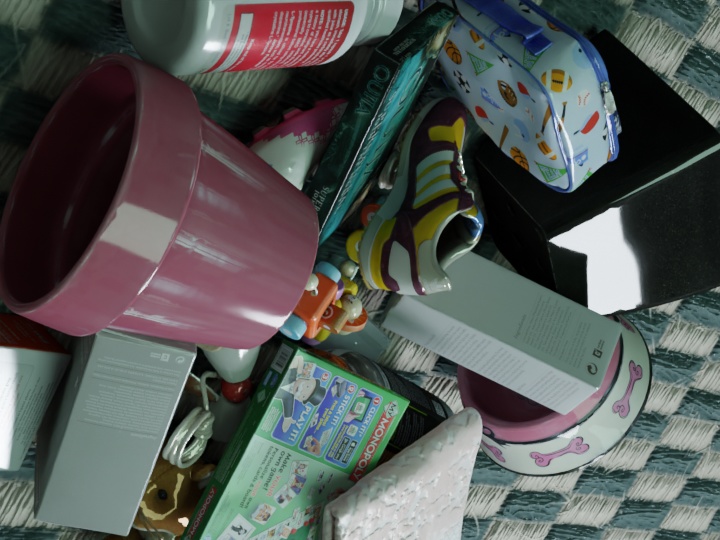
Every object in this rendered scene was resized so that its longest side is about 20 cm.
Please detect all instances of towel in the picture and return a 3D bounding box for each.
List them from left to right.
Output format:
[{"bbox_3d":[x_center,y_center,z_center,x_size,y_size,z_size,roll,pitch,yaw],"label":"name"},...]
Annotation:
[{"bbox_3d":[0.036,0.242,1.531,0.200,0.032,0.191,-31,136,-42],"label":"towel"}]

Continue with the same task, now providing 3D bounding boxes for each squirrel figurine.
[{"bbox_3d":[-0.144,0.223,1.506,0.200,0.141,0.187,-22,121,-29],"label":"squirrel figurine"}]

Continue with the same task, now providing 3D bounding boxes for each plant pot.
[{"bbox_3d":[-0.137,-0.032,1.207,0.179,0.200,0.200,24,102,-30],"label":"plant pot"},{"bbox_3d":[0.223,-0.069,1.591,0.177,0.200,0.200,-30,138,-10],"label":"plant pot"}]

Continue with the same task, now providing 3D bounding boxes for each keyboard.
[{"bbox_3d":[-0.032,0.046,1.564,0.056,0.011,0.200,-46,141,0],"label":"keyboard"}]

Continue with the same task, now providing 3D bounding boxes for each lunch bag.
[{"bbox_3d":[0.137,-0.167,1.411,0.076,0.200,0.160,-36,139,-13],"label":"lunch bag"}]

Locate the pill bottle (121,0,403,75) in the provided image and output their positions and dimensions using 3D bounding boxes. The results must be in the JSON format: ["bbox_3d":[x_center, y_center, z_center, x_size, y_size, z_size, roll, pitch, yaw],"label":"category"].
[{"bbox_3d":[-0.068,-0.206,1.247,0.200,0.112,0.112,-10,126,-40],"label":"pill bottle"}]

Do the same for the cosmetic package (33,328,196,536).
[{"bbox_3d":[-0.196,0.102,1.328,0.090,0.107,0.200,15,120,-19],"label":"cosmetic package"}]

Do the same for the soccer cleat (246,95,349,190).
[{"bbox_3d":[-0.080,-0.066,1.357,0.200,0.086,0.070,-31,176,-17],"label":"soccer cleat"}]

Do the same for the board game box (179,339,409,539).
[{"bbox_3d":[-0.057,0.175,1.448,0.134,0.029,0.200,28,89,-36],"label":"board game box"}]

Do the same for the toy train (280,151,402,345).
[{"bbox_3d":[0.000,0.000,1.455,0.200,0.056,0.150,-56,171,-26],"label":"toy train"}]

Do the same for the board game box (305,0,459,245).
[{"bbox_3d":[0.009,-0.117,1.379,0.135,0.028,0.200,-47,167,-54],"label":"board game box"}]

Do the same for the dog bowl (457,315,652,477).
[{"bbox_3d":[0.185,0.102,1.675,0.200,0.200,0.074,-47,133,-6],"label":"dog bowl"}]

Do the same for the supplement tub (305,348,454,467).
[{"bbox_3d":[0.000,0.148,1.581,0.123,0.123,0.200,-54,141,3],"label":"supplement tub"}]

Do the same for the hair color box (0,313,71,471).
[{"bbox_3d":[-0.329,0.085,1.256,0.200,0.064,0.111,12,110,-50],"label":"hair color box"}]

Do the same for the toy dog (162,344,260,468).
[{"bbox_3d":[-0.129,0.057,1.420,0.132,0.096,0.200,-18,137,-55],"label":"toy dog"}]

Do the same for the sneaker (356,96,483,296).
[{"bbox_3d":[0.072,-0.062,1.430,0.200,0.090,0.075,-68,150,-27],"label":"sneaker"}]

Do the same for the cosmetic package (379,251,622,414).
[{"bbox_3d":[0.128,0.051,1.552,0.071,0.200,0.101,-66,-176,-22],"label":"cosmetic package"}]
